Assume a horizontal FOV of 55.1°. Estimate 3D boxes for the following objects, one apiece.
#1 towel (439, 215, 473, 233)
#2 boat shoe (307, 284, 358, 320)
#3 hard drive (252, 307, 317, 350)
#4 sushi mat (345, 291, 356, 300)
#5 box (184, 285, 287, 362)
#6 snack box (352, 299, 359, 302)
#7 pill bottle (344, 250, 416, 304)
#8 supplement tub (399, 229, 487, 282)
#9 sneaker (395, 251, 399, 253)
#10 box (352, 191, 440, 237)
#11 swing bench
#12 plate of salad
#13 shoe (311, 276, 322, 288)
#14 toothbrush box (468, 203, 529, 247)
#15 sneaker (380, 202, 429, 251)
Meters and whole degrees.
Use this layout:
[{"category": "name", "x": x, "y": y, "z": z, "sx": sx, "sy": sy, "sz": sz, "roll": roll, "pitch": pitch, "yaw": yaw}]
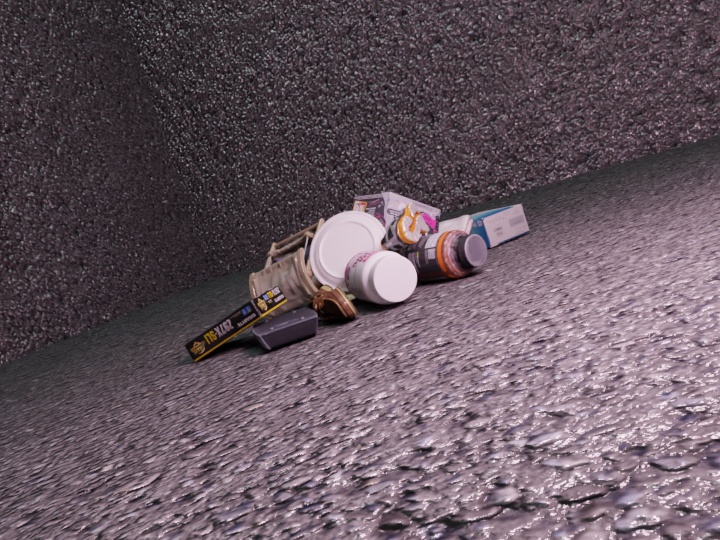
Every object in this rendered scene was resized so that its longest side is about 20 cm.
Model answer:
[{"category": "towel", "x": 0.186, "y": -0.063, "z": 1.818, "sx": 0.199, "sy": 0.032, "sz": 0.191, "roll": -12, "pitch": 34, "yaw": 37}, {"category": "boat shoe", "x": -0.062, "y": 0.078, "z": 1.462, "sx": 0.067, "sy": 0.072, "sz": 0.200, "roll": -37, "pitch": 14, "yaw": -13}, {"category": "hard drive", "x": -0.155, "y": 0.120, "z": 1.437, "sx": 0.134, "sy": 0.043, "sz": 0.200, "roll": -18, "pitch": 5, "yaw": -11}, {"category": "sushi mat", "x": -0.012, "y": 0.045, "z": 1.621, "sx": 0.199, "sy": 0.012, "sz": 0.096, "roll": -24, "pitch": 22, "yaw": -19}, {"category": "box", "x": -0.276, "y": 0.117, "z": 1.544, "sx": 0.199, "sy": 0.050, "sz": 0.160, "roll": -33, "pitch": 0, "yaw": 17}, {"category": "snack box", "x": -0.010, "y": 0.058, "z": 1.658, "sx": 0.199, "sy": 0.024, "sz": 0.072, "roll": -18, "pitch": 7, "yaw": -4}, {"category": "pill bottle", "x": 0.043, "y": 0.014, "z": 1.482, "sx": 0.113, "sy": 0.114, "sz": 0.200, "roll": -19, "pitch": 7, "yaw": -16}, {"category": "supplement tub", "x": 0.185, "y": -0.032, "z": 1.538, "sx": 0.107, "sy": 0.108, "sz": 0.199, "roll": -22, "pitch": 9, "yaw": -38}, {"category": "sneaker", "x": 0.136, "y": -0.006, "z": 1.702, "sx": 0.199, "sy": 0.073, "sz": 0.085, "roll": -4, "pitch": 48, "yaw": 50}, {"category": "box", "x": 0.089, "y": -0.115, "z": 1.732, "sx": 0.132, "sy": 0.116, "sz": 0.199, "roll": 0, "pitch": -8, "yaw": 45}, {"category": "swing bench", "x": -0.167, "y": -0.001, "z": 1.754, "sx": 0.198, "sy": 0.130, "sz": 0.200, "roll": -24, "pitch": 22, "yaw": 36}, {"category": "plate of salad", "x": -0.025, "y": -0.044, "z": 1.639, "sx": 0.199, "sy": 0.201, "sz": 0.048, "roll": -16, "pitch": -21, "yaw": 15}, {"category": "shoe", "x": -0.085, "y": -0.009, "z": 1.970, "sx": 0.200, "sy": 0.053, "sz": 0.070, "roll": -41, "pitch": -11, "yaw": 18}, {"category": "toothbrush box", "x": 0.343, "y": -0.116, "z": 1.914, "sx": 0.146, "sy": 0.086, "sz": 0.200, "roll": -21, "pitch": 8, "yaw": -27}, {"category": "sneaker", "x": 0.097, "y": -0.095, "z": 1.549, "sx": 0.077, "sy": 0.079, "sz": 0.200, "roll": -32, "pitch": 3, "yaw": 24}]
